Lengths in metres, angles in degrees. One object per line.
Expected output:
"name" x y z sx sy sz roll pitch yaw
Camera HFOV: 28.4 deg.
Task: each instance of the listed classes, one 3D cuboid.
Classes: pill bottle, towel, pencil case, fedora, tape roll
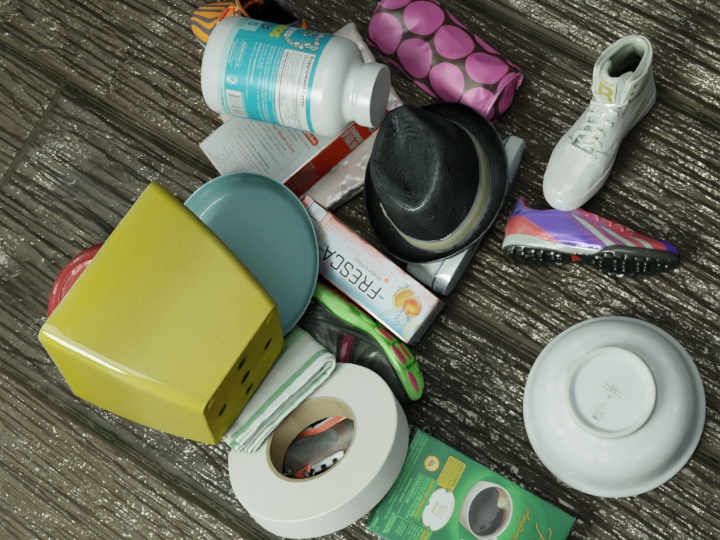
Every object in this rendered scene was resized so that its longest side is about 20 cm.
"pill bottle" -0.069 -0.213 1.585 0.197 0.111 0.112 14 78 16
"towel" -0.046 -0.171 1.709 0.199 0.032 0.192 -32 72 3
"pencil case" 0.102 -0.254 1.673 0.200 0.091 0.094 42 67 17
"fedora" 0.068 -0.113 1.578 0.198 0.091 0.203 -12 64 25
"towel" -0.125 0.113 1.595 0.149 0.031 0.199 -42 35 -11
"tape roll" -0.046 0.189 1.515 0.200 0.037 0.205 -16 45 16

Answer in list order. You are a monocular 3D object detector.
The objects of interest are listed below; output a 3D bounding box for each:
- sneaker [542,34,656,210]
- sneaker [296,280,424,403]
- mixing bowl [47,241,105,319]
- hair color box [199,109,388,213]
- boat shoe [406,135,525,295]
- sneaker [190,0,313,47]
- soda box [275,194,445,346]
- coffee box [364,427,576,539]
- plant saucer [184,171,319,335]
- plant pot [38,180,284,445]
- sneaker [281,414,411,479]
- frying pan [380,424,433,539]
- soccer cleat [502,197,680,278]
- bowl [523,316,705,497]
"sneaker" 0.261 -0.171 1.578 0.073 0.116 0.201 27 71 23
"sneaker" -0.008 0.091 1.616 0.199 0.077 0.084 38 99 25
"mixing bowl" -0.288 0.046 1.665 0.197 0.108 0.203 -3 74 11
"hair color box" -0.076 -0.163 1.665 0.199 0.064 0.111 -40 70 3
"boat shoe" 0.119 -0.073 1.623 0.065 0.074 0.201 29 82 14
"sneaker" -0.138 -0.308 1.709 0.198 0.112 0.078 16 70 30
"soda box" 0.000 0.000 1.619 0.199 0.068 0.064 39 92 12
"coffee box" 0.116 0.269 1.517 0.198 0.044 0.124 28 82 -1
"plant saucer" -0.131 -0.009 1.605 0.197 0.027 0.203 -1 87 23
"plant pot" -0.189 0.066 1.485 0.175 0.200 0.201 30 71 13
"sneaker" -0.037 0.212 1.567 0.198 0.077 0.082 -15 38 19
"frying pan" 0.087 0.277 1.562 0.114 0.031 0.192 19 83 15
"soccer cleat" 0.259 -0.039 1.589 0.197 0.068 0.074 6 69 15
"bowl" 0.269 0.137 1.525 0.198 0.090 0.204 -3 74 12
